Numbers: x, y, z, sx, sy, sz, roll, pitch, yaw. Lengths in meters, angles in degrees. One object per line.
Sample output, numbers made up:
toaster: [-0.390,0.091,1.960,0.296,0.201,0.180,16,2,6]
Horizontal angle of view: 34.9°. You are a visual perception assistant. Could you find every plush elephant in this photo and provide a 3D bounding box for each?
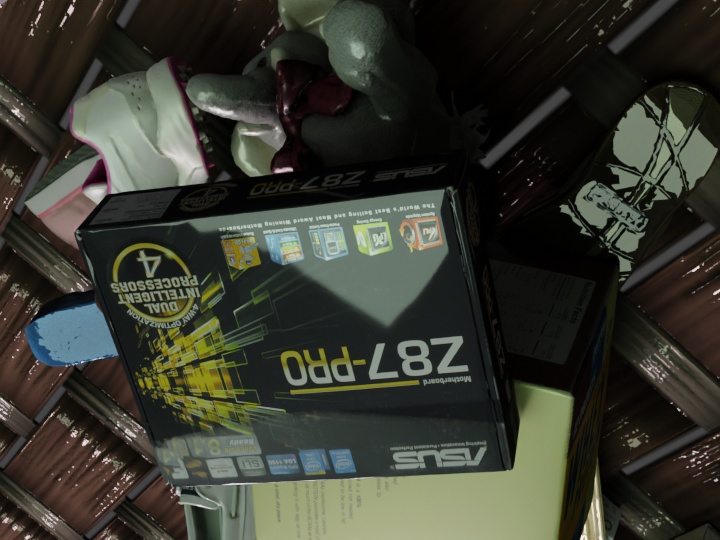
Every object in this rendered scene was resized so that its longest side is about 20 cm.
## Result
plush elephant: [-0.028,-0.096,0.693,0.154,0.199,0.166,24,112,26]

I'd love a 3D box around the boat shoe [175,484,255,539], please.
boat shoe: [-0.109,0.167,0.889,0.073,0.066,0.202,-15,86,48]

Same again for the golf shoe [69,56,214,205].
golf shoe: [-0.133,-0.041,0.766,0.090,0.076,0.202,-14,120,-5]

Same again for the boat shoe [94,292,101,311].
boat shoe: [-0.102,0.034,0.867,0.198,0.071,0.070,22,146,-14]

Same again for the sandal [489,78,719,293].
sandal: [0.148,-0.041,0.716,0.081,0.055,0.201,35,120,0]

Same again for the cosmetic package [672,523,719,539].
cosmetic package: [0.237,0.292,0.918,0.105,0.071,0.200,39,135,-4]

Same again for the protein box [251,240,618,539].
protein box: [0.045,0.093,0.725,0.198,0.135,0.200,12,125,19]

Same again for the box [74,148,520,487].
box: [-0.028,0.030,0.587,0.198,0.049,0.163,-5,119,17]

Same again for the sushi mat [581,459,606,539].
sushi mat: [0.135,0.164,0.864,0.095,0.012,0.202,4,126,26]

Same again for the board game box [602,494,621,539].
board game box: [0.102,0.206,0.950,0.126,0.035,0.200,40,134,-6]

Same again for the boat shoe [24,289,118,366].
boat shoe: [-0.171,0.025,0.930,0.197,0.069,0.085,-2,113,3]

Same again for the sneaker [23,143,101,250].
sneaker: [-0.164,-0.058,0.861,0.199,0.076,0.105,-23,115,43]

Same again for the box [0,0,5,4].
box: [-0.237,-0.225,0.676,0.097,0.201,0.176,45,133,-12]
